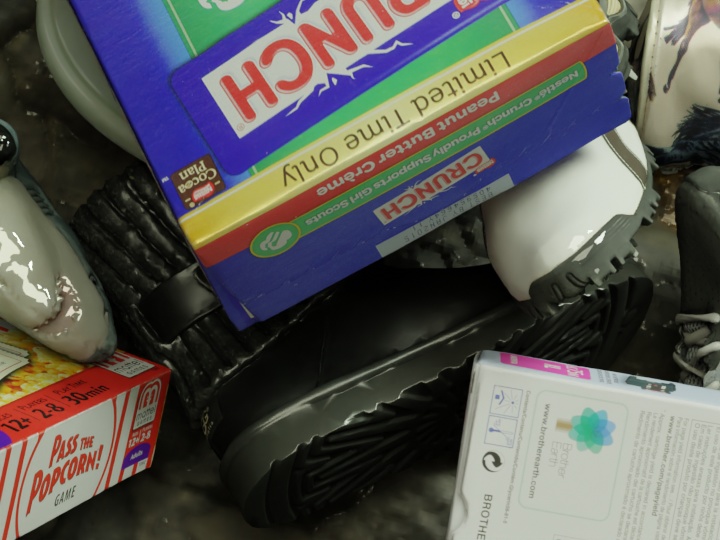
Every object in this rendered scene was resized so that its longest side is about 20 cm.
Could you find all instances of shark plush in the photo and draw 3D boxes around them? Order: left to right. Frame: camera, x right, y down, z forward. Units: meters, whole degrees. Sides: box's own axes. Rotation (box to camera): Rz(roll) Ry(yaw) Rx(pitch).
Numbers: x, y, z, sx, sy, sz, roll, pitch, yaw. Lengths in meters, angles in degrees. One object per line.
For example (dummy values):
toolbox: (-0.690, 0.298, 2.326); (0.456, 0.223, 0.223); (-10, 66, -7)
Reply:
shark plush: (-0.159, -0.027, 1.002); (0.083, 0.200, 0.091); (26, 97, -33)

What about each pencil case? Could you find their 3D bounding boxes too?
pencil case: (0.211, -0.068, 1.057); (0.199, 0.090, 0.078); (11, 37, 1)

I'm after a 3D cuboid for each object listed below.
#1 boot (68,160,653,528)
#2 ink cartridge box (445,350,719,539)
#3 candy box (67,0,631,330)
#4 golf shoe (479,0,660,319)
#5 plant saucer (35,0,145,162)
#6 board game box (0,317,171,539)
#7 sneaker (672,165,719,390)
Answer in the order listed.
boot: (0.000, -0.001, 1.022); (0.211, 0.080, 0.158); (-20, 58, -23)
ink cartridge box: (0.132, 0.106, 0.948); (0.199, 0.042, 0.120); (10, 99, 4)
candy box: (-0.019, -0.106, 0.927); (0.169, 0.077, 0.200); (-28, 62, 1)
golf shoe: (0.060, -0.064, 0.968); (0.078, 0.094, 0.200); (-36, 30, 24)
plant saucer: (-0.033, -0.111, 1.031); (0.200, 0.050, 0.200); (8, 44, -8)
board game box: (-0.195, 0.042, 0.939); (0.200, 0.151, 0.046); (19, 107, 18)
sneaker: (0.134, 0.065, 0.996); (0.115, 0.075, 0.200); (-19, 84, -3)
